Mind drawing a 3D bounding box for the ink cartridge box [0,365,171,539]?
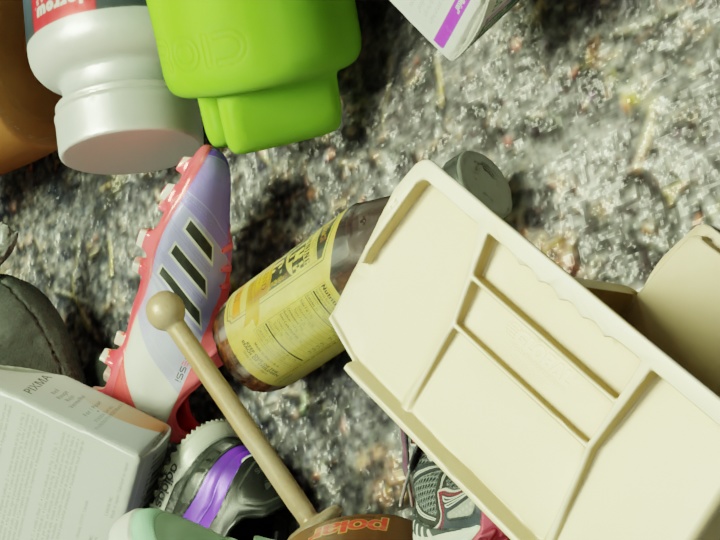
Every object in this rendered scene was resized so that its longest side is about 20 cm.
[{"bbox_3d":[-0.225,0.128,0.995,0.199,0.050,0.163,25,115,13],"label":"ink cartridge box"}]

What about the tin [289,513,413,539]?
[{"bbox_3d":[0.014,0.208,0.801,0.111,0.042,0.202,-9,114,10],"label":"tin"}]

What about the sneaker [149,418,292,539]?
[{"bbox_3d":[-0.088,0.198,0.963,0.099,0.069,0.202,29,109,37],"label":"sneaker"}]

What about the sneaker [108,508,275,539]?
[{"bbox_3d":[-0.021,0.150,0.837,0.119,0.199,0.074,-53,13,23],"label":"sneaker"}]

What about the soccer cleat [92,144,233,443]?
[{"bbox_3d":[-0.102,0.018,0.981,0.067,0.076,0.201,-71,3,-61],"label":"soccer cleat"}]

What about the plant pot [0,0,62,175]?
[{"bbox_3d":[-0.270,-0.142,1.110,0.139,0.200,0.202,-4,83,29],"label":"plant pot"}]

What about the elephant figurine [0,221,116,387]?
[{"bbox_3d":[-0.198,0.102,1.064,0.199,0.156,0.141,32,66,32],"label":"elephant figurine"}]

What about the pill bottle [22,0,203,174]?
[{"bbox_3d":[-0.151,-0.169,1.028,0.119,0.119,0.202,-20,72,43],"label":"pill bottle"}]

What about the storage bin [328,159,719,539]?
[{"bbox_3d":[0.121,0.049,0.666,0.198,0.199,0.094,44,114,39],"label":"storage bin"}]

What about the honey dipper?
[{"bbox_3d":[-0.056,0.094,0.913,0.038,0.038,0.201,-39,81,36],"label":"honey dipper"}]

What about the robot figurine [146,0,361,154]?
[{"bbox_3d":[-0.065,-0.171,0.919,0.175,0.115,0.202,-155,52,-70],"label":"robot figurine"}]

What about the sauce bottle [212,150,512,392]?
[{"bbox_3d":[0.000,0.000,0.897,0.199,0.066,0.067,-35,62,36],"label":"sauce bottle"}]

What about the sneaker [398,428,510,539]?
[{"bbox_3d":[0.049,0.075,0.752,0.200,0.080,0.075,-111,4,-78],"label":"sneaker"}]

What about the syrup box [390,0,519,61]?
[{"bbox_3d":[0.011,-0.209,0.815,0.200,0.079,0.081,46,161,3],"label":"syrup box"}]
